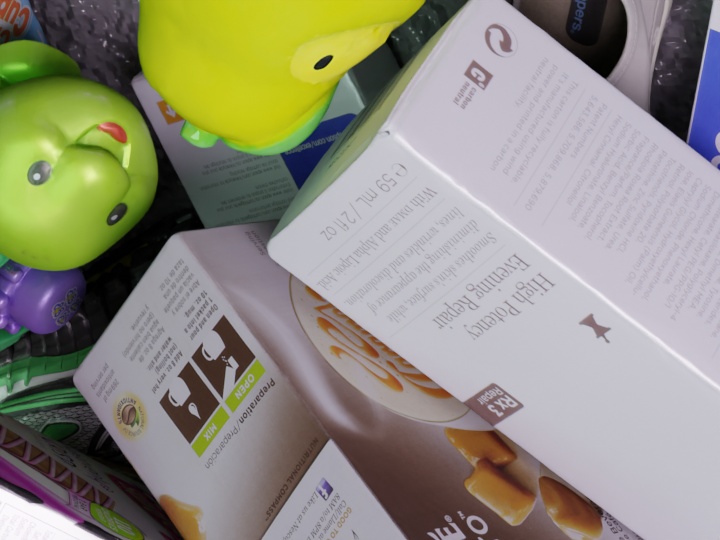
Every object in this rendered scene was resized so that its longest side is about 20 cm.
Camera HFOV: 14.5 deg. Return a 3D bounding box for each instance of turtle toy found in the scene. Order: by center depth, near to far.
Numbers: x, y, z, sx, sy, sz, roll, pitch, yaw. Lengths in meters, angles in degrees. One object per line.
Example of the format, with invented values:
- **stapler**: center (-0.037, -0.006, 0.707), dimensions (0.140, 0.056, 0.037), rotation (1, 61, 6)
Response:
- **turtle toy**: center (-0.148, -0.023, 1.029), dimensions (0.146, 0.101, 0.200), rotation (28, 139, -32)

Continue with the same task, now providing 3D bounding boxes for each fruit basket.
- **fruit basket**: center (-0.008, -0.133, 0.846), dimensions (0.155, 0.216, 0.216), rotation (-1, 117, 34)

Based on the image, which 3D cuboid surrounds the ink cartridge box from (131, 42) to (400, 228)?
- **ink cartridge box**: center (0.000, 0.000, 1.042), dimensions (0.095, 0.037, 0.200), rotation (-15, 107, 38)

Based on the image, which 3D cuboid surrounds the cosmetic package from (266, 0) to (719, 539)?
- **cosmetic package**: center (0.080, 0.012, 0.903), dimensions (0.200, 0.074, 0.102), rotation (38, 148, -6)

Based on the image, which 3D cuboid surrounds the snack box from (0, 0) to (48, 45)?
- **snack box**: center (-0.192, -0.134, 1.029), dimensions (0.116, 0.037, 0.200), rotation (17, 152, 24)

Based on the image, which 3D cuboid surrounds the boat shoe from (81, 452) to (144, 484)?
- **boat shoe**: center (-0.048, 0.110, 1.100), dimensions (0.200, 0.072, 0.076), rotation (30, 116, -26)

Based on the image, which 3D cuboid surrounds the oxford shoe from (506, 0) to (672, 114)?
- **oxford shoe**: center (0.067, -0.041, 0.956), dimensions (0.075, 0.058, 0.200), rotation (17, 129, 19)

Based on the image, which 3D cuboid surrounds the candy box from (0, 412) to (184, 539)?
- **candy box**: center (-0.115, 0.095, 0.974), dimensions (0.200, 0.136, 0.061), rotation (30, 92, -19)

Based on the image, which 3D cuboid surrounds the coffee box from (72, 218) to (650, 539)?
- **coffee box**: center (0.012, 0.080, 0.940), dimensions (0.200, 0.114, 0.080), rotation (52, 125, 23)

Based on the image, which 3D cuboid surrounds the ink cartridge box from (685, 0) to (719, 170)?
- **ink cartridge box**: center (0.159, -0.078, 0.879), dimensions (0.094, 0.044, 0.200), rotation (23, 130, 21)

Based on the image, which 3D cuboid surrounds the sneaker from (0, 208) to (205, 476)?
- **sneaker**: center (-0.113, 0.054, 1.123), dimensions (0.200, 0.078, 0.085), rotation (-28, 104, 42)
